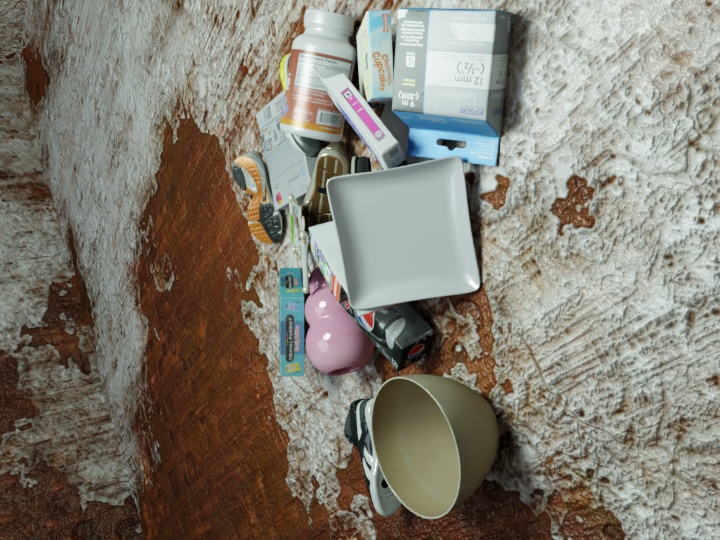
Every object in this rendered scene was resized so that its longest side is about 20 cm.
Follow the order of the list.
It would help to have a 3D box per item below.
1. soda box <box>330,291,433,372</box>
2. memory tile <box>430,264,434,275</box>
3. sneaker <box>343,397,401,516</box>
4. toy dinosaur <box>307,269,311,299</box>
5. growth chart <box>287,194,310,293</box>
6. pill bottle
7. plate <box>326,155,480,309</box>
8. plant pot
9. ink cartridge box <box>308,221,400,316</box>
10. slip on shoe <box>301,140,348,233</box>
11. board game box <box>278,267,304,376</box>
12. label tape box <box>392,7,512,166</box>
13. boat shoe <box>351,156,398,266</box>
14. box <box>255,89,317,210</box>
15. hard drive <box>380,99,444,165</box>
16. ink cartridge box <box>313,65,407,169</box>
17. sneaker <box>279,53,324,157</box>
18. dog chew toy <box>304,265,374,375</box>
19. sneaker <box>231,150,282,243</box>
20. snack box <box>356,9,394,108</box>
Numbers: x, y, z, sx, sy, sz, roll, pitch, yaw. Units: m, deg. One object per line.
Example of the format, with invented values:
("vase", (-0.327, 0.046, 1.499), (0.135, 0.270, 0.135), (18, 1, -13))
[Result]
("soda box", (0.031, 0.066, 1.197), (0.200, 0.070, 0.064), (47, 149, 33))
("memory tile", (0.061, -0.064, 1.169), (0.153, 0.017, 0.203), (-29, 75, 65))
("sneaker", (0.022, 0.329, 1.305), (0.112, 0.072, 0.203), (-18, 74, 58))
("toy dinosaur", (-0.081, 0.044, 1.400), (0.088, 0.047, 0.203), (157, 104, -65))
("growth chart", (-0.109, -0.055, 1.307), (0.201, 0.017, 0.146), (-113, 18, -60))
("pill bottle", (-0.068, -0.326, 1.225), (0.112, 0.111, 0.203), (25, 108, 50))
("plate", (0.064, -0.054, 1.064), (0.032, 0.197, 0.203), (-72, -28, -74))
("plant pot", (0.125, 0.241, 1.071), (0.199, 0.133, 0.203), (18, 112, 51))
("ink cartridge box", (0.000, 0.000, 1.178), (0.051, 0.108, 0.201), (99, 149, -48))
("slip on shoe", (-0.062, -0.146, 1.321), (0.061, 0.075, 0.201), (-74, -3, -47))
("board game box", (-0.135, 0.094, 1.409), (0.200, 0.046, 0.153), (-112, 22, -73))
("label tape box", (0.119, -0.246, 0.984), (0.142, 0.066, 0.203), (13, 108, 28))
("boat shoe", (0.024, -0.092, 1.151), (0.074, 0.062, 0.204), (51, -153, -64))
("box", (-0.137, -0.235, 1.420), (0.155, 0.041, 0.203), (-19, 81, 56))
("hard drive", (0.093, -0.256, 1.094), (0.132, 0.025, 0.201), (52, 136, 34))
("ink cartridge box", (0.002, -0.227, 1.100), (0.201, 0.037, 0.095), (53, -179, 25))
("sneaker", (-0.098, -0.307, 1.315), (0.084, 0.074, 0.203), (-17, 83, 55))
("dog chew toy", (-0.046, 0.081, 1.300), (0.124, 0.123, 0.203), (-37, 60, 52))
("sneaker", (-0.198, -0.155, 1.513), (0.075, 0.092, 0.202), (-5, 117, 17))
("snack box", (0.021, -0.310, 1.093), (0.200, 0.037, 0.118), (-116, 22, -81))
